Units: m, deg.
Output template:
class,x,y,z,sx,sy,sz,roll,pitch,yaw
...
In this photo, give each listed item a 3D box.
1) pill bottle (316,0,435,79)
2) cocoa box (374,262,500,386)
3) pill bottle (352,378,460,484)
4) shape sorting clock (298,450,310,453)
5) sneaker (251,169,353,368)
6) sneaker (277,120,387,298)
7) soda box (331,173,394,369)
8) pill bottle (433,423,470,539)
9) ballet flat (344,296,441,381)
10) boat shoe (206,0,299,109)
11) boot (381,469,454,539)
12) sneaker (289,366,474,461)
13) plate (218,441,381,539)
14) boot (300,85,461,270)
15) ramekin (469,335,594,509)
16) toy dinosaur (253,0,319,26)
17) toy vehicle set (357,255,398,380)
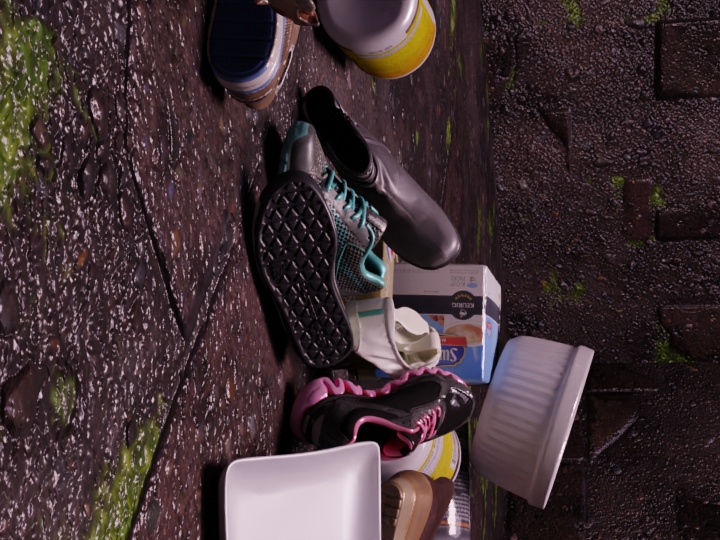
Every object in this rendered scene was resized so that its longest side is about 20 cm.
class,x,y,z,sx,sy,sz,roll,pitch,yaw
pill bottle,0.023,-0.275,1.253,0.200,0.107,0.112,13,75,-78
cocoa box,0.097,0.070,1.372,0.200,0.131,0.134,31,61,-77
pill bottle,0.034,0.181,1.224,0.200,0.109,0.113,48,41,-62
shape sorting clock,-0.050,0.259,0.993,0.200,0.038,0.204,-1,90,-78
sneaker,-0.056,-0.005,0.986,0.083,0.070,0.203,-116,-166,-53
sneaker,-0.021,-0.053,1.046,0.078,0.089,0.202,-81,164,-45
soda box,0.000,0.000,1.215,0.068,0.063,0.203,64,26,-64
pill bottle,0.081,0.277,1.385,0.106,0.104,0.204,59,30,-67
ballet flat,0.043,0.072,1.110,0.200,0.068,0.071,40,49,-60
boat shoe,-0.075,-0.220,0.879,0.073,0.071,0.203,71,30,-69
boot,0.034,0.299,1.142,0.166,0.071,0.203,26,85,-65
sneaker,0.036,0.144,1.052,0.095,0.197,0.080,32,-60,50
plate,-0.049,0.240,0.883,0.199,0.032,0.204,5,84,-56
boot,0.015,-0.085,1.128,0.200,0.070,0.132,46,3,14
ramekin,0.206,0.177,1.394,0.200,0.103,0.204,18,90,-77
toy dinosaur,-0.095,-0.259,0.754,0.136,0.084,0.203,83,-9,-79
toy vehicle set,0.025,0.074,1.418,0.201,0.026,0.126,-73,159,-57
